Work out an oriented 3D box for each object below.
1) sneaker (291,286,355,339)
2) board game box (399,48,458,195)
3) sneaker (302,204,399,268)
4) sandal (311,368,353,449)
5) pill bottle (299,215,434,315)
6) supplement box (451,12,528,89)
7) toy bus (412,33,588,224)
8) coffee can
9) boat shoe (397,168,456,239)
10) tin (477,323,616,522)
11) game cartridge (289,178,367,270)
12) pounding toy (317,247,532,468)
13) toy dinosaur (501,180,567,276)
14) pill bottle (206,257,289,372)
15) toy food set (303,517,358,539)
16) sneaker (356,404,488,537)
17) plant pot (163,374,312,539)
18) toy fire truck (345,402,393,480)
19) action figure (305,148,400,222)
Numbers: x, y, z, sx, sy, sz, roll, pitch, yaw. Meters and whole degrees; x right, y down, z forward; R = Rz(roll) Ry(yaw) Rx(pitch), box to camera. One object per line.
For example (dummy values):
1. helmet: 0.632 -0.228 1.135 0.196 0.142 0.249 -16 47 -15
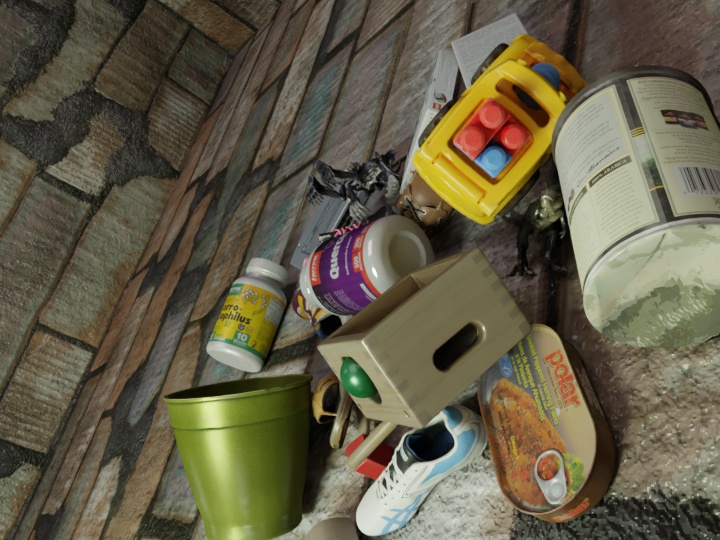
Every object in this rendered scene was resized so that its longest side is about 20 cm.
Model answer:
1. sneaker: -0.063 0.069 1.066 0.200 0.075 0.090 -19 41 54
2. board game box: 0.105 -0.221 1.017 0.200 0.034 0.127 107 178 -60
3. sneaker: -0.020 -0.042 1.087 0.200 0.095 0.079 -45 28 24
4. sandal: -0.040 0.171 0.892 0.200 0.054 0.081 -99 19 -69
5. pill bottle: 0.000 0.000 0.905 0.200 0.112 0.113 -18 47 50
6. supplement box: 0.195 -0.244 0.877 0.103 0.101 0.201 -22 39 14
7. toy bus: 0.152 -0.155 0.685 0.200 0.136 0.192 -49 -4 8
8. coffee can: 0.251 -0.057 0.565 0.146 0.146 0.201 -37 34 38
9. boat shoe: 0.089 -0.087 0.873 0.068 0.072 0.200 -36 -21 -12
10. tin: 0.173 0.138 0.625 0.112 0.042 0.201 -48 27 30
11. game cartridge: -0.062 -0.085 1.271 0.201 0.040 0.133 -60 30 -2
12. pounding toy: 0.052 0.102 0.698 0.200 0.143 0.184 -37 5 -20
13. toy dinosaur: 0.196 -0.040 0.737 0.200 0.047 0.089 115 155 -82
14. pill bottle: -0.208 0.082 1.265 0.113 0.112 0.201 -16 49 54
15. toy food set: -0.050 0.400 0.735 0.201 0.060 0.144 -60 26 16
16. sneaker: 0.053 0.215 0.716 0.200 0.072 0.072 -50 29 22
17. plant pot: -0.151 0.251 0.884 0.200 0.199 0.194 -13 84 56
18. toy fire truck: 0.031 0.151 0.846 0.141 0.049 0.200 -52 26 19
19. action figure: 0.006 -0.140 1.099 0.119 0.199 0.102 -48 63 43
